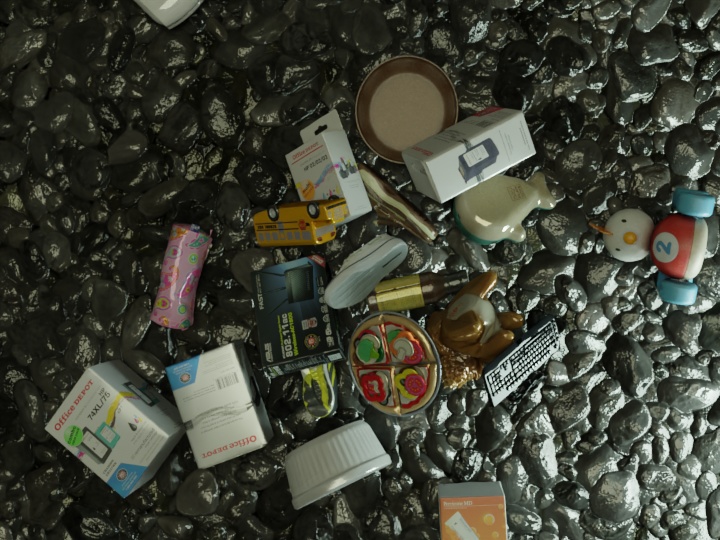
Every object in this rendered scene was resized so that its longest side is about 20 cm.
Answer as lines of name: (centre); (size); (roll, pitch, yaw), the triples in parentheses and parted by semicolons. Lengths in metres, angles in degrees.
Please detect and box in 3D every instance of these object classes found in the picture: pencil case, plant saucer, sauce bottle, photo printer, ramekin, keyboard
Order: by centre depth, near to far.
keyboard: (0.295, 0.167, 1.338); (0.198, 0.039, 0.106); (-33, 117, -29)
ramekin: (-0.049, 0.351, 1.406); (0.199, 0.202, 0.096); (-27, 75, 4)
sauce bottle: (0.108, 0.039, 1.452); (0.195, 0.065, 0.066); (-11, 89, 5)
plant saucer: (0.088, -0.304, 1.468); (0.195, 0.037, 0.206); (0, 90, 4)
pencil case: (-0.344, 0.010, 1.481); (0.085, 0.087, 0.205); (14, 90, 5)
photo printer: (-0.385, -0.585, 1.491); (0.200, 0.069, 0.167); (44, 93, 4)

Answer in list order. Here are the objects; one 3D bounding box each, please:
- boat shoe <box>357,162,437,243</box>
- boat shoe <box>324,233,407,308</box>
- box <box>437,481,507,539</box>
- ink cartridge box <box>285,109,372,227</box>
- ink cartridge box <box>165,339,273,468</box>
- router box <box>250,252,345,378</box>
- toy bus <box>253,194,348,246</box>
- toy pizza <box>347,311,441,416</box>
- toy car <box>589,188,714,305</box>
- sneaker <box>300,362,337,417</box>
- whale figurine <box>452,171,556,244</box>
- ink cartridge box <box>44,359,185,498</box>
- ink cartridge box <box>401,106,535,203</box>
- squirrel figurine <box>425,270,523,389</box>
boat shoe: (0.055, -0.113, 1.459); (0.202, 0.075, 0.075); (43, 105, 11)
boat shoe: (0.000, 0.000, 1.434); (0.198, 0.075, 0.066); (-32, 43, -29)
box: (0.210, 0.507, 1.427); (0.121, 0.097, 0.205); (-4, 89, 5)
ink cartridge box: (-0.068, -0.185, 1.439); (0.114, 0.067, 0.204); (-22, 87, 42)
ink cartridge box: (-0.267, 0.254, 1.474); (0.142, 0.084, 0.204); (-20, 88, 4)
router box: (-0.119, 0.082, 1.436); (0.146, 0.062, 0.204); (-15, 65, 6)
toy bus: (-0.111, -0.090, 1.415); (0.197, 0.065, 0.080); (0, 105, 41)
toy pizza: (0.057, 0.178, 1.431); (0.196, 0.032, 0.205); (8, 105, 29)
toy car: (0.508, -0.057, 1.377); (0.195, 0.177, 0.189); (10, 102, 17)
sneaker: (-0.083, 0.185, 1.467); (0.073, 0.085, 0.205); (-8, 68, 8)
whale figurine: (0.263, -0.120, 1.434); (0.196, 0.104, 0.162); (-18, 73, -19)
ink cartridge box: (-0.455, 0.293, 1.458); (0.199, 0.146, 0.148); (38, 92, 4)
ink cartridge box: (0.190, -0.211, 1.382); (0.197, 0.145, 0.086); (-27, 109, -6)
squirrel figurine: (0.222, 0.139, 1.420); (0.186, 0.143, 0.199); (43, 130, -19)
